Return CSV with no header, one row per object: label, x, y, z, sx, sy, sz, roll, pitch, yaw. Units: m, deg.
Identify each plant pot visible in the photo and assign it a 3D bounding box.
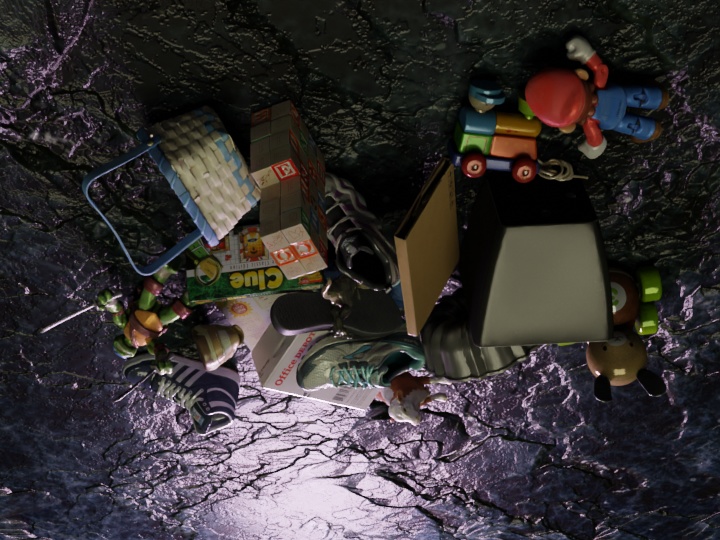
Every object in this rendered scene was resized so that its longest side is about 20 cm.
plant pot,0.248,-0.029,1.519,0.196,0.201,0.180,-2,124,-1

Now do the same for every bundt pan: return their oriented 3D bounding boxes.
bundt pan,0.176,0.080,1.625,0.199,0.203,0.077,-18,112,14

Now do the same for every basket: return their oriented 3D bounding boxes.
basket,-0.242,-0.102,1.410,0.199,0.139,0.177,-35,137,-12

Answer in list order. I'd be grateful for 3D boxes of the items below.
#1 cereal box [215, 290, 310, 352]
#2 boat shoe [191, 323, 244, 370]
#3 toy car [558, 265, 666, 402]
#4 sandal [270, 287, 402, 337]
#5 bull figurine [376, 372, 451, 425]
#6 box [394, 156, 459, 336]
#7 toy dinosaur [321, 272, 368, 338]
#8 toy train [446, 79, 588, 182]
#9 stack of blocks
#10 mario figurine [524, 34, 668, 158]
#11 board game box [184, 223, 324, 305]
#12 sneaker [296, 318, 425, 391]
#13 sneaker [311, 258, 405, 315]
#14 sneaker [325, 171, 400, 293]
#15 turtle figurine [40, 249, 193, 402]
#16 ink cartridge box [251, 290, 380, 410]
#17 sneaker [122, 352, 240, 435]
cereal box,-0.127,0.068,1.689,0.142,0.040,0.201,-18,136,11
boat shoe,-0.213,0.112,1.656,0.075,0.200,0.073,-22,97,-10
toy car,0.392,0.112,1.660,0.161,0.202,0.159,-8,138,4
sandal,-0.036,0.061,1.562,0.197,0.077,0.043,3,155,-18
bull figurine,0.074,0.191,1.738,0.120,0.200,0.066,-4,103,-21
box,0.096,-0.031,1.519,0.021,0.164,0.202,16,142,21
toy dinosaur,-0.027,0.045,1.482,0.047,0.200,0.090,3,95,12
toy train,0.222,-0.184,1.426,0.197,0.085,0.117,5,123,-10
stack of blocks,-0.091,-0.105,1.388,0.058,0.202,0.116,-17,137,15
mario figurine,0.291,-0.221,1.382,0.197,0.125,0.106,6,159,-28
board game box,-0.153,-0.014,1.555,0.197,0.107,0.023,-8,166,3
sneaker,0.003,0.135,1.580,0.197,0.087,0.078,-20,132,-9
sneaker,0.000,0.000,1.615,0.197,0.079,0.090,11,122,-21
sneaker,-0.017,-0.051,1.454,0.200,0.140,0.078,44,104,-2
turtle figurine,-0.319,0.079,1.593,0.194,0.144,0.199,-46,159,19
ink cartridge box,-0.047,0.123,1.667,0.198,0.084,0.146,17,120,-34
sneaker,-0.294,0.203,1.772,0.197,0.110,0.071,11,135,-16
